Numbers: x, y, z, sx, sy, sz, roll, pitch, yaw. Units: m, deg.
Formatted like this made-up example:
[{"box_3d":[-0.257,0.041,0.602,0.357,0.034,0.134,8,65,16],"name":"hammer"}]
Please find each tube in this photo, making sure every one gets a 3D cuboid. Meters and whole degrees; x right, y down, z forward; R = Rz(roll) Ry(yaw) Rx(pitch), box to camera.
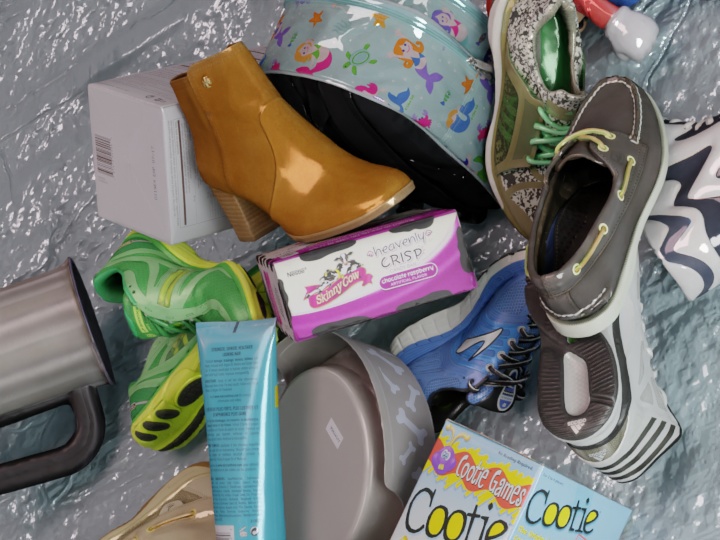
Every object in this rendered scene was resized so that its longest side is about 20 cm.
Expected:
[{"box_3d":[-0.085,0.137,1.596,0.077,0.050,0.202,-5,89,31],"name":"tube"}]

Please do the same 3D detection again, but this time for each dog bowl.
[{"box_3d":[-0.016,0.143,1.611,0.199,0.058,0.202,-8,80,54],"name":"dog bowl"}]

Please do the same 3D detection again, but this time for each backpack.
[{"box_3d":[0.026,-0.141,1.652,0.177,0.199,0.152,13,78,49],"name":"backpack"}]

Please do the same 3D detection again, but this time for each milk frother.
[{"box_3d":[-0.314,0.093,1.935,0.187,0.182,0.200,-18,16,-3],"name":"milk frother"}]

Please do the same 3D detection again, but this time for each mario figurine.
[{"box_3d":[0.187,-0.212,1.640,0.199,0.123,0.107,-11,103,33],"name":"mario figurine"}]

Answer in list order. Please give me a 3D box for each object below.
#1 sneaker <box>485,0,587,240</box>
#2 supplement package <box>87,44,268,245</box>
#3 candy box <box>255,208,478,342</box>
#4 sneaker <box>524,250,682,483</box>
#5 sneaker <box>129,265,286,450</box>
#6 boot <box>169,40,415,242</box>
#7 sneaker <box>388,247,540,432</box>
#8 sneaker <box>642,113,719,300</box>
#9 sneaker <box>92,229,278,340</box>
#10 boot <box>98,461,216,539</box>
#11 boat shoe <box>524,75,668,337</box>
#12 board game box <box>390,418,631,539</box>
[{"box_3d":[0.132,-0.110,1.561,0.089,0.076,0.202,-147,49,-75],"name":"sneaker"},{"box_3d":[-0.102,-0.105,1.746,0.109,0.199,0.115,20,119,48],"name":"supplement package"},{"box_3d":[0.000,0.000,1.586,0.200,0.135,0.062,-172,66,-83],"name":"candy box"},{"box_3d":[0.166,0.052,1.475,0.075,0.115,0.202,-12,51,26],"name":"sneaker"},{"box_3d":[-0.128,0.057,1.787,0.200,0.074,0.084,-46,48,18],"name":"sneaker"},{"box_3d":[-0.058,-0.097,1.572,0.071,0.145,0.200,-35,18,-37],"name":"boot"},{"box_3d":[0.107,0.054,1.572,0.200,0.078,0.090,-39,53,36],"name":"sneaker"},{"box_3d":[0.241,-0.081,1.502,0.129,0.080,0.200,-32,33,11],"name":"sneaker"},{"box_3d":[-0.134,0.029,1.681,0.083,0.074,0.199,-41,36,-21],"name":"sneaker"},{"box_3d":[-0.158,0.262,1.705,0.200,0.073,0.156,-44,31,11],"name":"boot"},{"box_3d":[0.154,-0.055,1.441,0.071,0.061,0.202,-8,51,30],"name":"boat shoe"},{"box_3d":[0.078,0.221,1.480,0.103,0.105,0.201,23,86,49],"name":"board game box"}]
